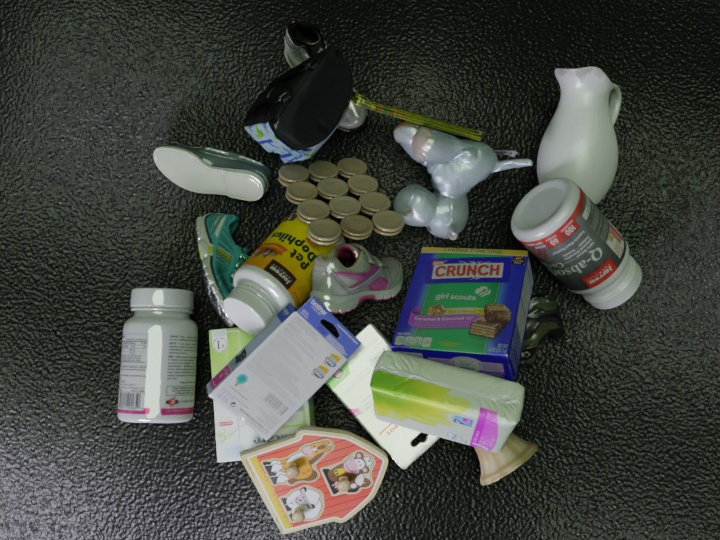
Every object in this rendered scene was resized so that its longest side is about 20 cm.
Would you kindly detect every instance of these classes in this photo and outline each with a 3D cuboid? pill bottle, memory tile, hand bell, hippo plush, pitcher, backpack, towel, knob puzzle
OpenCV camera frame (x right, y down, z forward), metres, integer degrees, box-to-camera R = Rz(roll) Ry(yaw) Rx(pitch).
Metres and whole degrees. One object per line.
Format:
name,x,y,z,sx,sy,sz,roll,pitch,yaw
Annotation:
pill bottle,-0.116,0.003,1.114,0.109,0.109,0.200,35,57,5
memory tile,-0.034,-0.110,1.139,0.153,0.017,0.200,-10,44,-20
hand bell,0.169,0.212,1.121,0.104,0.104,0.200,-34,82,-3
pill bottle,-0.310,0.130,1.137,0.113,0.113,0.200,2,83,2
hippo plush,0.131,-0.138,1.164,0.200,0.159,0.161,14,107,-12
pitcher,0.360,-0.206,1.166,0.121,0.171,0.200,12,99,46
pill bottle,0.329,-0.036,1.107,0.200,0.116,0.116,40,85,-25
backpack,-0.100,-0.241,1.135,0.154,0.200,0.163,44,70,-35
towel,0.083,-0.237,1.119,0.200,0.086,0.018,14,108,-12
knob puzzle,-0.054,0.312,1.095,0.219,0.030,0.220,-3,118,-5

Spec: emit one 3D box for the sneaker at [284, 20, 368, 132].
sneaker,-0.062,-0.315,1.185,0.076,0.115,0.201,-37,84,-3

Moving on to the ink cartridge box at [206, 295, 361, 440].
ink cartridge box,-0.107,0.135,1.054,0.200,0.042,0.119,-44,117,0

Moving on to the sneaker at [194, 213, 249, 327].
sneaker,-0.211,-0.009,1.157,0.080,0.078,0.200,-10,64,-11

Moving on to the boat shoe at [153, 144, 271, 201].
boat shoe,-0.241,-0.168,1.210,0.200,0.073,0.062,16,40,10

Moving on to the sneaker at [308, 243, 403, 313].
sneaker,0.000,0.000,1.111,0.081,0.200,0.088,12,109,33

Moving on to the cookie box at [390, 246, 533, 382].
cookie box,0.154,0.061,1.084,0.171,0.075,0.200,2,47,22

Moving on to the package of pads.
package of pads,0.116,0.184,1.024,0.200,0.155,0.068,14,65,9

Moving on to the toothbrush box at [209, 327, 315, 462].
toothbrush box,-0.149,0.185,1.141,0.145,0.086,0.200,-5,84,1

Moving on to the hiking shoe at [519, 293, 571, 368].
hiking shoe,0.227,0.113,1.145,0.200,0.076,0.101,-25,85,2

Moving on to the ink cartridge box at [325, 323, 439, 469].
ink cartridge box,0.040,0.194,1.143,0.117,0.067,0.200,-41,83,-4
